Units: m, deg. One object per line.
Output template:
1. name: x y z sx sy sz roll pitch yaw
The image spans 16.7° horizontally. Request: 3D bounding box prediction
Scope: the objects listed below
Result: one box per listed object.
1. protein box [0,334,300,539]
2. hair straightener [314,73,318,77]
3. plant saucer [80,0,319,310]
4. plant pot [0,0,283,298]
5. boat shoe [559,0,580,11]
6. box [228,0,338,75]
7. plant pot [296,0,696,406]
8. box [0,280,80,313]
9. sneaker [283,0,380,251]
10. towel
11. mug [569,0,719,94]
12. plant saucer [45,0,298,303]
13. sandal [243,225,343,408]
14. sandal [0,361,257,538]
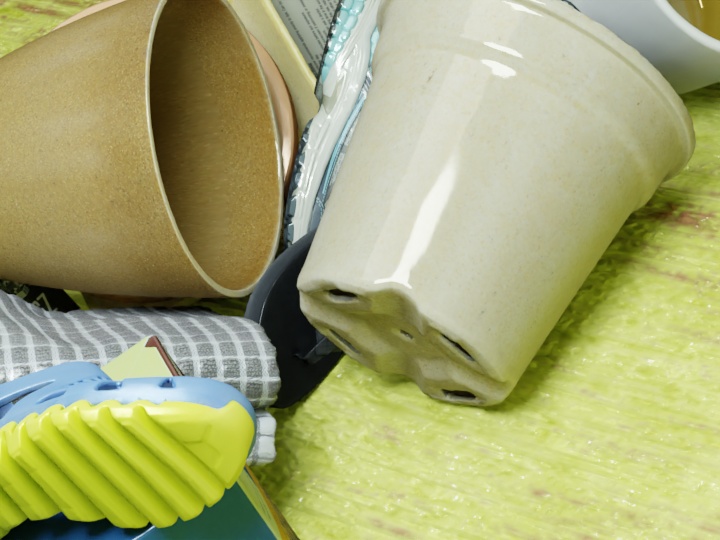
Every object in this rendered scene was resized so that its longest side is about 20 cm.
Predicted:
1. protein box: -0.117 0.184 1.211 0.198 0.200 0.135 -34 36 -2
2. hair straightener: 0.037 -0.129 1.605 0.199 0.041 0.077 -30 54 14
3. plant saucer: -0.117 -0.078 1.590 0.199 0.048 0.201 -31 76 2
4. plant pot: -0.173 -0.065 1.454 0.199 0.187 0.187 -8 41 20
5. boat shoe: 0.096 -0.127 1.457 0.062 0.074 0.200 -61 0 -17
6. box: -0.028 -0.202 1.668 0.199 0.128 0.109 -16 37 21
7. plant pot: 0.059 -0.034 1.370 0.200 0.200 0.184 9 63 43
8. box: -0.306 0.040 1.545 0.200 0.164 0.086 -46 4 -18
9. sneaker: 0.006 -0.075 1.509 0.086 0.078 0.201 14 84 -1
10. towel: -0.145 0.058 1.389 0.165 0.086 0.200 -2 8 -17
11. mug: 0.211 -0.167 1.445 0.153 0.186 0.150 144 142 -67
12. plant saucer: -0.139 -0.080 1.554 0.199 0.032 0.202 -2 78 9
13. sandal: 0.000 -0.001 1.451 0.043 0.076 0.200 15 56 46
14. sandal: -0.134 0.072 1.121 0.199 0.080 0.087 -8 38 27
